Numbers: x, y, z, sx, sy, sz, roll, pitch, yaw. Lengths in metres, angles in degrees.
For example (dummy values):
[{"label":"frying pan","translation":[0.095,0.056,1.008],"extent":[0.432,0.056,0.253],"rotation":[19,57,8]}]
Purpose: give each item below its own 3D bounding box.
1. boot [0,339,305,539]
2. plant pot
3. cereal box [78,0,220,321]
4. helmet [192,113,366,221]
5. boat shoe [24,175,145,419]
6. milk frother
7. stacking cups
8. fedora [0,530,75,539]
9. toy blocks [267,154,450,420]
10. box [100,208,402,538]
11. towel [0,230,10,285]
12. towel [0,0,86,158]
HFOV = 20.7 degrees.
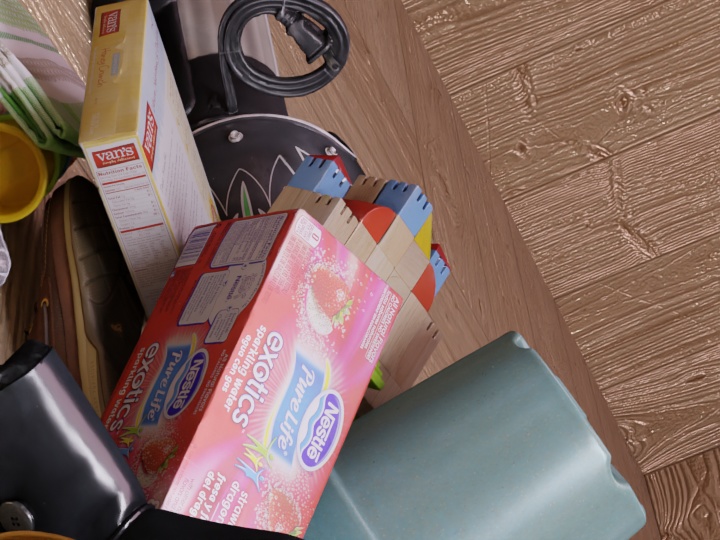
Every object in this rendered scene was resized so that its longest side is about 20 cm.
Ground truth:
[{"label":"boot","translation":[-0.119,0.112,0.937],"extent":[0.076,0.200,0.169],"rotation":[-41,104,-44]},{"label":"plant pot","translation":[0.060,0.153,1.234],"extent":[0.201,0.196,0.200],"rotation":[56,-2,3]},{"label":"cereal box","translation":[-0.121,-0.044,1.192],"extent":[0.144,0.039,0.201],"rotation":[-94,170,-51]},{"label":"helmet","translation":[-0.070,-0.014,1.407],"extent":[0.191,0.199,0.201],"rotation":[-105,171,-81]},{"label":"boat shoe","translation":[-0.168,0.034,1.163],"extent":[0.072,0.067,0.201],"rotation":[39,32,-52]},{"label":"milk frother","translation":[-0.095,-0.181,1.573],"extent":[0.181,0.199,0.189],"rotation":[48,21,-47]},{"label":"stacking cups","translation":[-0.204,-0.076,1.247],"extent":[0.200,0.060,0.061],"rotation":[-68,134,-77]},{"label":"fedora","translation":[-0.122,0.212,0.893],"extent":[0.082,0.200,0.201],"rotation":[-44,117,-37]},{"label":"toy blocks","translation":[0.000,0.000,1.292],"extent":[0.137,0.100,0.200],"rotation":[-57,135,-21]},{"label":"box","translation":[-0.071,0.076,1.083],"extent":[0.095,0.099,0.201],"rotation":[41,59,-31]},{"label":"towel","translation":[-0.252,-0.077,0.948],"extent":[0.166,0.085,0.201],"rotation":[43,27,-62]},{"label":"towel","translation":[-0.216,-0.148,1.216],"extent":[0.200,0.031,0.149],"rotation":[50,11,11]}]
